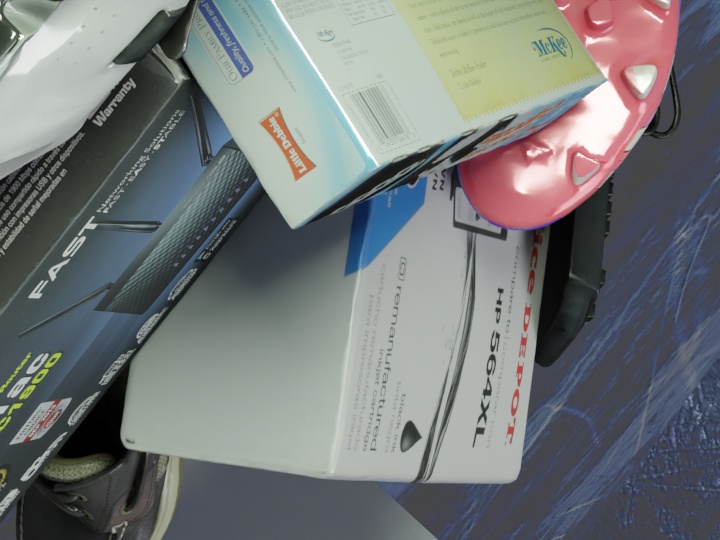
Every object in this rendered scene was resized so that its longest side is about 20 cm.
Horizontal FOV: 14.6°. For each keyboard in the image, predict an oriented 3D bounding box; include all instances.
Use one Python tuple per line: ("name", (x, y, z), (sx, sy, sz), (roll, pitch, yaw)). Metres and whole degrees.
("keyboard", (0.101, -0.067, 1.106), (0.104, 0.039, 0.201), (110, -13, -66))

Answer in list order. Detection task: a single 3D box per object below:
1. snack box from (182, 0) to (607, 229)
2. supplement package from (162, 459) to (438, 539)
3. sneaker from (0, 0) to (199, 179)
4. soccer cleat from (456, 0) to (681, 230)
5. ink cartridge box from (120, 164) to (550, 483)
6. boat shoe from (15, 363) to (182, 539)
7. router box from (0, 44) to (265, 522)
("snack box", (0.001, -0.085, 0.860), (0.037, 0.117, 0.200), (-35, 175, 25))
("supplement package", (-0.070, 0.186, 1.392), (0.152, 0.151, 0.200), (-41, 166, -33))
("sneaker", (-0.078, -0.079, 0.715), (0.200, 0.074, 0.089), (-40, 169, 1))
("soccer cleat", (0.084, -0.104, 1.000), (0.076, 0.066, 0.201), (98, 10, -79))
("ink cartridge box", (0.000, 0.000, 1.017), (0.200, 0.084, 0.147), (10, 87, -68))
("boat shoe", (-0.103, 0.057, 1.070), (0.066, 0.072, 0.201), (-29, 152, -45))
("router box", (-0.108, 0.001, 0.869), (0.200, 0.062, 0.150), (-51, 167, 11))
